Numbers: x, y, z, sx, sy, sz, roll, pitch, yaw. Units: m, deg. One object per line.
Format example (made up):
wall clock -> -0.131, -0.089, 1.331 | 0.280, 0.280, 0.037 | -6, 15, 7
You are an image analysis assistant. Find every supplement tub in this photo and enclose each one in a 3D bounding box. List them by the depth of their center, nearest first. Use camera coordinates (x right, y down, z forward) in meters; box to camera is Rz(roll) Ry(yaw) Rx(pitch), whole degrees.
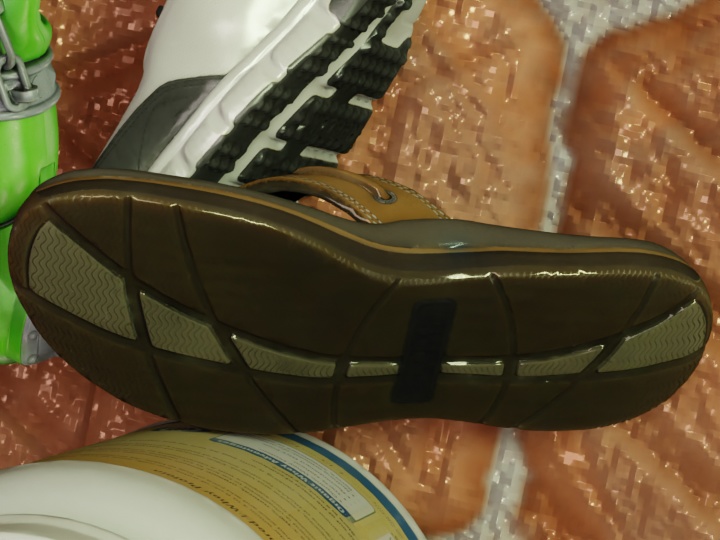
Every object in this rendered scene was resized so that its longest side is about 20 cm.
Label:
supplement tub -> -0.060, 0.117, 0.795 | 0.144, 0.200, 0.146 | 0, 92, 14

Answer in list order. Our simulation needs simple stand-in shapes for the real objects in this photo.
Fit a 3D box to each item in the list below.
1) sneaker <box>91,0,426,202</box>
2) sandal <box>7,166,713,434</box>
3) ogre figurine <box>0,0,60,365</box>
sneaker -> -0.021, -0.088, 0.852 | 0.080, 0.074, 0.200 | 39, 95, 20
sandal -> 0.000, 0.000, 0.825 | 0.199, 0.055, 0.082 | 2, 133, -15
ogre figurine -> -0.144, -0.021, 0.862 | 0.199, 0.098, 0.121 | -18, 98, 22
